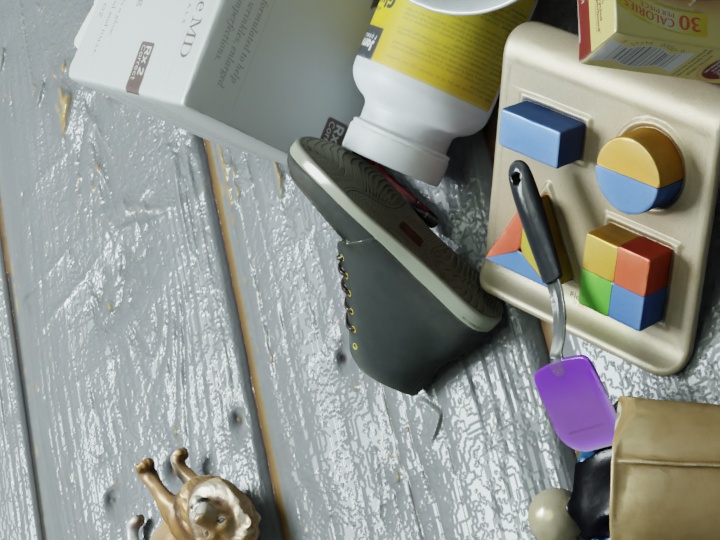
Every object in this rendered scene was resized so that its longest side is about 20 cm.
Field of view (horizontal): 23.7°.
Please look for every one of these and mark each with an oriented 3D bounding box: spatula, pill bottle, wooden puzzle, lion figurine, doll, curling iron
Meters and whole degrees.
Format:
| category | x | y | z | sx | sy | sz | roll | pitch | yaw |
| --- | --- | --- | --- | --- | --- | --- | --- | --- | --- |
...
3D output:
| category | x | y | z | sx | sy | sz | roll | pitch | yaw |
| --- | --- | --- | --- | --- | --- | --- | --- | --- | --- |
| spatula | 0.129 | 0.022 | 1.149 | 0.056 | 0.020 | 0.202 | -25 | 74 | 47 |
| pill bottle | 0.061 | -0.171 | 1.283 | 0.112 | 0.112 | 0.201 | 28 | 97 | 43 |
| wooden puzzle | 0.153 | -0.048 | 1.160 | 0.185 | 0.046 | 0.202 | 27 | 121 | 39 |
| lion figurine | -0.156 | 0.230 | 1.410 | 0.123 | 0.072 | 0.201 | 51 | 127 | 27 |
| doll | 0.192 | 0.149 | 1.121 | 0.199 | 0.048 | 0.138 | -18 | 66 | 37 |
| curling iron | 0.000 | -0.083 | 1.361 | 0.026 | 0.049 | 0.200 | -55 | 43 | 12 |

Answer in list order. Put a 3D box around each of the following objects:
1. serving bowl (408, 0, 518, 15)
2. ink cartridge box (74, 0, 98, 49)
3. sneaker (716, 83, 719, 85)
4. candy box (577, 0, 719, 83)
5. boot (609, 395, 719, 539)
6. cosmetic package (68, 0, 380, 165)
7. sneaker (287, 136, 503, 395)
| category | x | y | z | sx | sy | sz | roll | pitch | yaw |
| --- | --- | --- | --- | --- | --- | --- | --- | --- | --- |
| serving bowl | 0.082 | -0.279 | 1.172 | 0.199 | 0.066 | 0.202 | 10 | 108 | 33 |
| ink cartridge box | -0.163 | -0.251 | 1.537 | 0.201 | 0.068 | 0.115 | -55 | 49 | 15 |
| sneaker | 0.192 | -0.124 | 1.178 | 0.199 | 0.074 | 0.081 | -30 | 61 | 34 |
| candy box | 0.233 | -0.179 | 1.072 | 0.055 | 0.198 | 0.117 | 146 | 128 | -66 |
| boot | 0.250 | 0.089 | 1.019 | 0.198 | 0.066 | 0.177 | 1 | 79 | 16 |
| cosmetic package | -0.098 | -0.188 | 1.371 | 0.199 | 0.164 | 0.166 | 18 | 86 | 53 |
| sneaker | 0.000 | 0.000 | 1.268 | 0.200 | 0.075 | 0.106 | 45 | 116 | 3 |
